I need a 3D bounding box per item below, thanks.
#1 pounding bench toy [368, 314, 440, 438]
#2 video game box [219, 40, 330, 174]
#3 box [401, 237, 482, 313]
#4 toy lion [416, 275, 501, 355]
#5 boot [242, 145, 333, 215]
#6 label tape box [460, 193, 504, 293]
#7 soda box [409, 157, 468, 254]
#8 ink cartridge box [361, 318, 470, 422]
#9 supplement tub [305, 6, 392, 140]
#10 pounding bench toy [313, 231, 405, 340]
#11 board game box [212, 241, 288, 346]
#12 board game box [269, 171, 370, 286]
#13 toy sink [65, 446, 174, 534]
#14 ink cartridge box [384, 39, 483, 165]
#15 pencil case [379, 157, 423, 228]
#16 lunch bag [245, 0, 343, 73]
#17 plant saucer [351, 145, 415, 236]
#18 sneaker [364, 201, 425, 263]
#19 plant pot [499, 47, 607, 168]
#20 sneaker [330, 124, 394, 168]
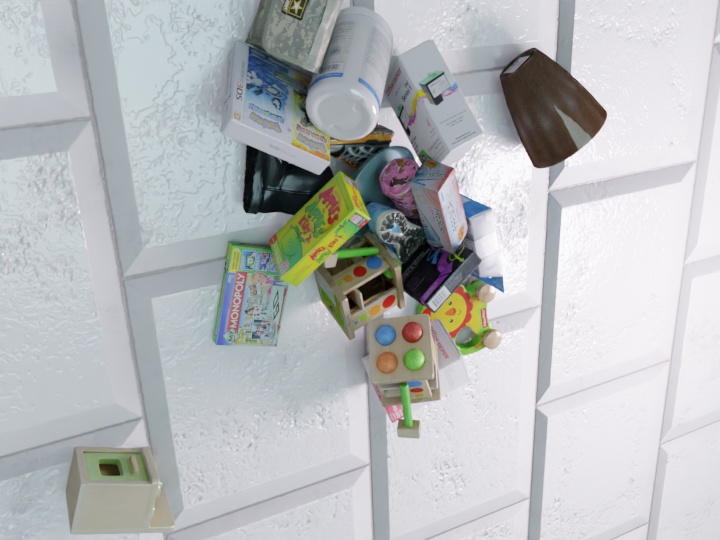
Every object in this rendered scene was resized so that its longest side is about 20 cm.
[{"bbox_3d":[0.088,0.209,1.434,0.121,0.205,0.157,-7,152,9],"label":"pounding bench toy"},{"bbox_3d":[-0.143,-0.283,1.283,0.196,0.047,0.187,19,56,-30],"label":"video game box"},{"bbox_3d":[0.150,-0.001,1.522,0.143,0.200,0.036,-47,113,-4],"label":"box"},{"bbox_3d":[0.220,0.108,1.686,0.187,0.069,0.205,-20,117,-12],"label":"toy lion"},{"bbox_3d":[-0.129,-0.197,1.375,0.164,0.076,0.206,0,108,-29],"label":"boot"},{"bbox_3d":[0.234,-0.051,1.578,0.065,0.143,0.205,-22,117,-19],"label":"label tape box"},{"bbox_3d":[0.154,-0.121,1.417,0.064,0.067,0.202,-53,148,-20],"label":"soda box"},{"bbox_3d":[0.120,0.214,1.595,0.197,0.147,0.086,-29,127,0],"label":"ink cartridge box"},{"bbox_3d":[-0.017,-0.345,1.291,0.131,0.130,0.204,37,50,-33],"label":"supplement tub"},{"bbox_3d":[0.000,0.000,1.451,0.154,0.125,0.203,-29,141,-15],"label":"pounding bench toy"},{"bbox_3d":[-0.211,0.050,1.453,0.131,0.029,0.205,3,107,-29],"label":"board game box"},{"bbox_3d":[-0.079,-0.075,1.358,0.199,0.103,0.047,-41,137,22],"label":"board game box"},{"bbox_3d":[-0.449,0.416,1.407,0.196,0.130,0.115,11,104,-29],"label":"toy sink"},{"bbox_3d":[0.131,-0.302,1.382,0.083,0.145,0.204,-27,85,-15],"label":"ink cartridge box"},{"bbox_3d":[0.103,-0.148,1.467,0.200,0.081,0.089,46,56,-60],"label":"pencil case"},{"bbox_3d":[-0.099,-0.429,1.230,0.115,0.200,0.168,17,102,-31],"label":"lunch bag"},{"bbox_3d":[0.033,-0.161,1.460,0.198,0.027,0.203,-36,147,-27],"label":"plant saucer"},{"bbox_3d":[0.065,-0.087,1.467,0.079,0.090,0.200,-49,149,-2],"label":"sneaker"},{"bbox_3d":[0.383,-0.354,1.540,0.187,0.187,0.201,-44,107,-5],"label":"plant pot"},{"bbox_3d":[-0.016,-0.234,1.409,0.196,0.078,0.079,-9,124,-38],"label":"sneaker"}]
